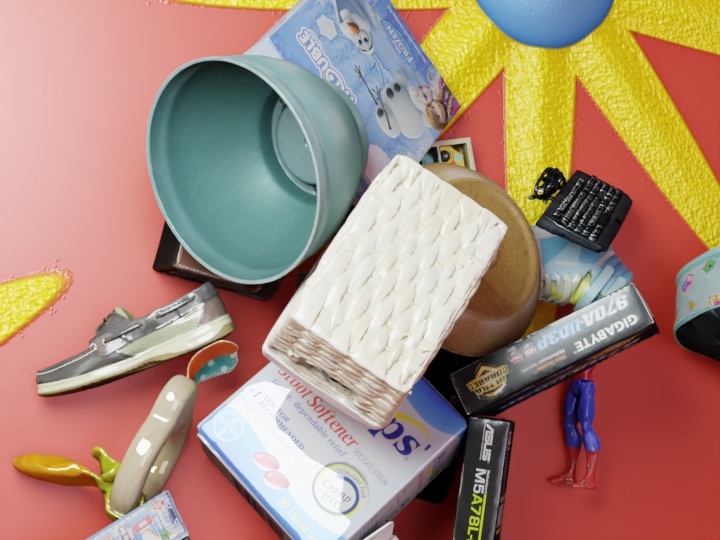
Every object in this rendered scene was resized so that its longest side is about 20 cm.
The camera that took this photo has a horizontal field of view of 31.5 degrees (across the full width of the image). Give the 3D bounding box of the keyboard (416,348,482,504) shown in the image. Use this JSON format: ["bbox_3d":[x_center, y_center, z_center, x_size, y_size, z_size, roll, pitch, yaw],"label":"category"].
[{"bbox_3d":[0.075,0.143,1.368,0.104,0.040,0.202,20,88,-31],"label":"keyboard"}]

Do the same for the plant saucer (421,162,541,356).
[{"bbox_3d":[0.110,-0.017,1.253,0.199,0.035,0.202,12,67,-30],"label":"plant saucer"}]

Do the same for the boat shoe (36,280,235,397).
[{"bbox_3d":[-0.222,0.066,1.234,0.199,0.072,0.067,-19,87,1],"label":"boat shoe"}]

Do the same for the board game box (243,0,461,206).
[{"bbox_3d":[-0.001,-0.191,1.291,0.200,0.043,0.199,53,44,-17],"label":"board game box"}]

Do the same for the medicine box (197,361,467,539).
[{"bbox_3d":[-0.027,0.167,1.256,0.200,0.103,0.182,-41,73,-16],"label":"medicine box"}]

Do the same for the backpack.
[{"bbox_3d":[0.455,0.038,1.434,0.198,0.176,0.155,13,67,-17],"label":"backpack"}]

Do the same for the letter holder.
[{"bbox_3d":[-0.108,-0.080,1.278,0.141,0.100,0.202,16,82,-20],"label":"letter holder"}]

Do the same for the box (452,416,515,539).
[{"bbox_3d":[0.123,0.246,1.296,0.047,0.200,0.195,9,84,9],"label":"box"}]

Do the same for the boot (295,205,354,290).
[{"bbox_3d":[0.000,0.000,1.252,0.173,0.069,0.200,-9,51,-49],"label":"boot"}]

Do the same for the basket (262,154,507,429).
[{"bbox_3d":[0.024,0.015,1.115,0.135,0.123,0.201,33,68,1],"label":"basket"}]

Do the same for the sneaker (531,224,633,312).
[{"bbox_3d":[0.214,0.016,1.355,0.199,0.080,0.131,-24,65,-33],"label":"sneaker"}]

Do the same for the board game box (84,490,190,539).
[{"bbox_3d":[-0.247,0.327,1.192,0.199,0.062,0.201,-20,133,-18],"label":"board game box"}]

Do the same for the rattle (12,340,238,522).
[{"bbox_3d":[-0.219,0.131,1.229,0.142,0.130,0.201,26,98,24],"label":"rattle"}]

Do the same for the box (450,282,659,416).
[{"bbox_3d":[0.198,0.083,1.273,0.199,0.159,0.046,-28,77,10],"label":"box"}]

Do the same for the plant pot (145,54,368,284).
[{"bbox_3d":[-0.075,-0.104,1.151,0.134,0.199,0.202,-27,97,-48],"label":"plant pot"}]

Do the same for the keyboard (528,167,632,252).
[{"bbox_3d":[0.233,-0.080,1.350,0.103,0.200,0.040,23,113,11],"label":"keyboard"}]

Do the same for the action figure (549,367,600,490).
[{"bbox_3d":[0.223,0.133,1.401,0.098,0.065,0.202,11,84,-28],"label":"action figure"}]

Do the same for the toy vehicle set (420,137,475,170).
[{"bbox_3d":[0.074,-0.037,1.377,0.123,0.026,0.202,-10,91,-20],"label":"toy vehicle set"}]

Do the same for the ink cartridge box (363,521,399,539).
[{"bbox_3d":[0.005,0.335,1.246,0.117,0.201,0.067,-31,62,-18],"label":"ink cartridge box"}]
